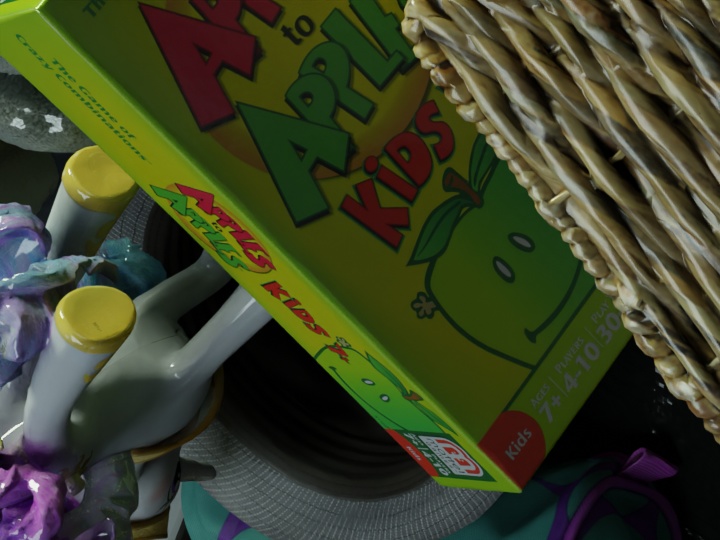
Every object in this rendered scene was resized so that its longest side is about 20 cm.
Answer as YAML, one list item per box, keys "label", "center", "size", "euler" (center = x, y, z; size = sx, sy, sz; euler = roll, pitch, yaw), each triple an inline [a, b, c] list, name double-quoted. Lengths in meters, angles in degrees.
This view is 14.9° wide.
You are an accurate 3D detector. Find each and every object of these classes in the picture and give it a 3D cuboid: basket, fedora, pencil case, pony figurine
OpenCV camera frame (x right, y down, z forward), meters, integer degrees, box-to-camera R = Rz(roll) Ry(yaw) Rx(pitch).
- label: "basket"
  center: [0.134, -0.050, 0.750]
  size: [0.143, 0.149, 0.200]
  euler: [-36, 93, 26]
- label: "fedora"
  center: [0.000, 0.000, 0.944]
  size: [0.177, 0.090, 0.200]
  euler: [45, 142, 6]
- label: "pencil case"
  center: [0.022, 0.091, 1.019]
  size: [0.200, 0.093, 0.085]
  euler: [14, 170, 43]
- label: "pony figurine"
  center: [-0.097, 0.053, 0.864]
  size: [0.167, 0.193, 0.200]
  euler: [49, 139, 20]

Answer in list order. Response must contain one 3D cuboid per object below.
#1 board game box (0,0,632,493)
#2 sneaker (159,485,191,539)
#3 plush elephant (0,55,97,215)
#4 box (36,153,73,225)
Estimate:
- label: "board game box"
  center: [-0.002, -0.039, 0.787]
  size: [0.200, 0.102, 0.048]
  euler: [45, 160, -21]
- label: "sneaker"
  center: [-0.094, 0.141, 1.147]
  size: [0.073, 0.200, 0.085]
  euler: [31, 179, -33]
- label: "plush elephant"
  center: [-0.110, -0.103, 0.892]
  size: [0.155, 0.200, 0.165]
  euler: [29, -131, -73]
- label: "box"
  center: [-0.139, -0.027, 1.077]
  size: [0.200, 0.106, 0.122]
  euler: [8, 130, 47]
